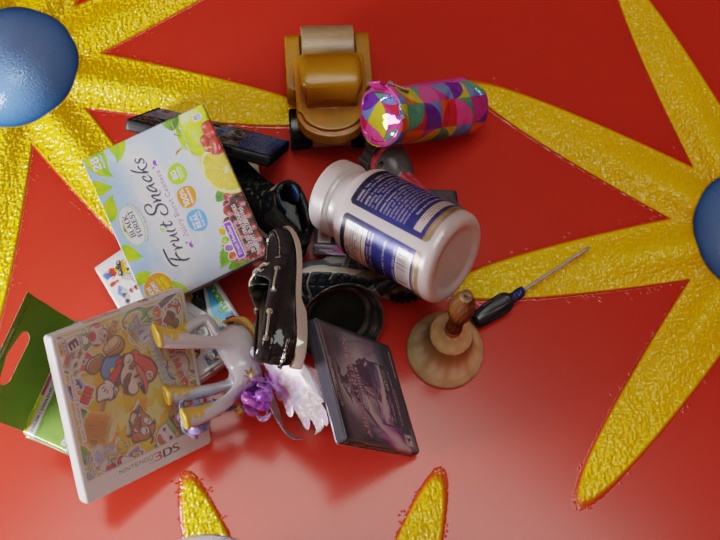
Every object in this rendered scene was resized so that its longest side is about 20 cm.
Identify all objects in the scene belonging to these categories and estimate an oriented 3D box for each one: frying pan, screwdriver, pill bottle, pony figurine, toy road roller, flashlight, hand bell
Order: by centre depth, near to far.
[{"bbox_3d":[-0.133,0.120,1.239,0.197,0.166,0.196,-17,83,-28],"label":"pony figurine"},{"bbox_3d":[0.038,-0.054,1.272,0.198,0.116,0.116,30,68,30],"label":"pill bottle"},{"bbox_3d":[0.115,0.065,1.284,0.102,0.201,0.106,1,67,-2],"label":"hand bell"},{"bbox_3d":[-0.006,0.034,1.327,0.114,0.031,0.192,24,106,-29],"label":"frying pan"},{"bbox_3d":[0.070,-0.110,1.379,0.067,0.069,0.200,14,23,-38],"label":"flashlight"},{"bbox_3d":[0.231,0.016,1.399,0.198,0.029,0.028,-33,73,-9],"label":"screwdriver"},{"bbox_3d":[-0.041,-0.268,1.439,0.120,0.146,0.204,-3,68,-4],"label":"toy road roller"}]

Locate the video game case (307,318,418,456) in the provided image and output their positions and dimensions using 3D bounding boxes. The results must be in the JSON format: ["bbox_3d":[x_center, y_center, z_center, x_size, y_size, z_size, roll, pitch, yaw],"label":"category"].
[{"bbox_3d":[0.005,0.144,1.250,0.019,0.199,0.145,-24,68,19],"label":"video game case"}]

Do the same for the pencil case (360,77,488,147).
[{"bbox_3d":[0.087,-0.216,1.414,0.198,0.088,0.089,-13,64,-45],"label":"pencil case"}]

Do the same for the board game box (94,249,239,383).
[{"bbox_3d":[-0.237,0.046,1.344,0.125,0.035,0.202,-33,78,-6],"label":"board game box"}]

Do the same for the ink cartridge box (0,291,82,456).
[{"bbox_3d":[-0.337,0.134,1.217,0.075,0.200,0.150,16,75,23],"label":"ink cartridge box"}]

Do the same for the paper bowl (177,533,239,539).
[{"bbox_3d":[-0.172,0.408,1.182,0.196,0.105,0.205,1,68,-2],"label":"paper bowl"}]

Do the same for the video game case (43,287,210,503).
[{"bbox_3d":[-0.267,0.143,1.226,0.180,0.023,0.204,-22,110,-41],"label":"video game case"}]

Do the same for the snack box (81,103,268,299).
[{"bbox_3d":[-0.227,-0.076,1.301,0.166,0.068,0.203,-24,90,-5],"label":"snack box"}]

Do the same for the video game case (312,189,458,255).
[{"bbox_3d":[0.036,-0.066,1.395,0.195,0.019,0.144,3,38,-3],"label":"video game case"}]

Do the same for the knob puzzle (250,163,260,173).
[{"bbox_3d":[-0.219,-0.092,1.421,0.215,0.031,0.224,1,68,-3],"label":"knob puzzle"}]

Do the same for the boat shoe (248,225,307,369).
[{"bbox_3d":[-0.101,0.026,1.210,0.059,0.074,0.203,6,50,-17],"label":"boat shoe"}]

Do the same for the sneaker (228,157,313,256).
[{"bbox_3d":[-0.128,-0.107,1.370,0.073,0.112,0.201,-36,82,-32],"label":"sneaker"}]

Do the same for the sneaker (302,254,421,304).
[{"bbox_3d":[0.000,0.000,1.381,0.196,0.078,0.087,-2,46,-13],"label":"sneaker"}]

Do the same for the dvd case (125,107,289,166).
[{"bbox_3d":[-0.202,-0.181,1.410,0.196,0.143,0.018,15,107,3],"label":"dvd case"}]
